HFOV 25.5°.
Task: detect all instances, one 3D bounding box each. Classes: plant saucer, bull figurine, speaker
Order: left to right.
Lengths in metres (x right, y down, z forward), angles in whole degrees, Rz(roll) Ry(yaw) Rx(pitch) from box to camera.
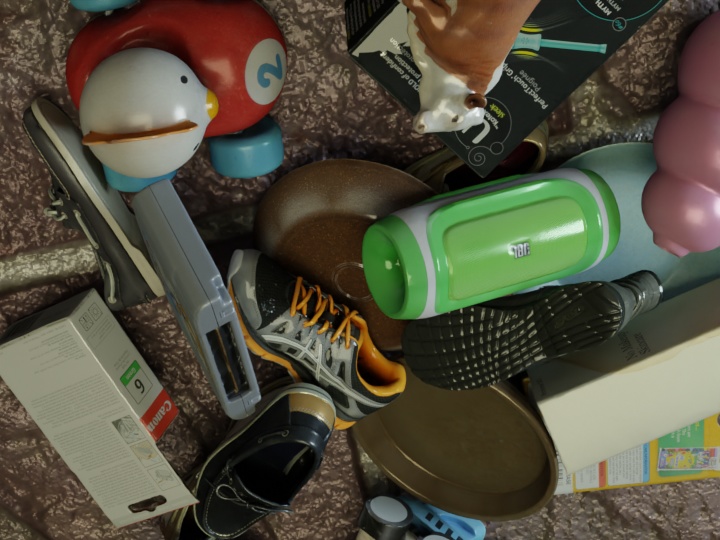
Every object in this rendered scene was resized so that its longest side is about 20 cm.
[{"bbox_3d":[0.000,0.000,1.320,0.198,0.037,0.202,10,132,12],"label":"plant saucer"},{"bbox_3d":[0.083,0.142,1.391,0.198,0.030,0.202,18,138,17],"label":"plant saucer"},{"bbox_3d":[0.076,-0.193,1.106,0.121,0.065,0.201,31,112,-13],"label":"bull figurine"},{"bbox_3d":[0.103,-0.023,1.242,0.198,0.088,0.090,-15,120,-25],"label":"speaker"},{"bbox_3d":[0.221,-0.022,1.356,0.198,0.039,0.203,-1,117,-2],"label":"plant saucer"}]

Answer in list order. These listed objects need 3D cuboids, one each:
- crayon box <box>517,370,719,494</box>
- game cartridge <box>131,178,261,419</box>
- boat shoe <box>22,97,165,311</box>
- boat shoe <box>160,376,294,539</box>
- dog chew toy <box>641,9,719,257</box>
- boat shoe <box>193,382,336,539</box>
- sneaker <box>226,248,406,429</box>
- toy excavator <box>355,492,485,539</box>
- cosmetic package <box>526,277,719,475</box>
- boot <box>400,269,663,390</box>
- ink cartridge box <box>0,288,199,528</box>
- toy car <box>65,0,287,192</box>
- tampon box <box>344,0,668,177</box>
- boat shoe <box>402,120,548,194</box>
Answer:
[{"bbox_3d":[0.242,0.129,1.425,0.197,0.052,0.127,-5,116,1],"label":"crayon box"},{"bbox_3d":[-0.129,0.021,1.246,0.041,0.134,0.201,-29,152,-11],"label":"game cartridge"},{"bbox_3d":[-0.228,-0.047,1.305,0.062,0.073,0.201,-26,120,8],"label":"boat shoe"},{"bbox_3d":[-0.104,0.182,1.427,0.074,0.069,0.200,35,110,-18],"label":"boat shoe"},{"bbox_3d":[0.287,-0.105,1.250,0.123,0.125,0.202,26,93,-15],"label":"dog chew toy"},{"bbox_3d":[-0.086,0.173,1.333,0.074,0.063,0.200,26,130,-18],"label":"boat shoe"},{"bbox_3d":[-0.036,0.048,1.302,0.077,0.079,0.200,-19,131,31],"label":"sneaker"},{"bbox_3d":[0.107,0.273,1.471,0.194,0.199,0.101,35,121,30],"label":"toy excavator"},{"bbox_3d":[0.243,0.084,1.322,0.198,0.104,0.074,-23,106,5],"label":"cosmetic package"},{"bbox_3d":[0.143,0.047,1.302,0.198,0.130,0.069,-14,89,25],"label":"boot"},{"bbox_3d":[-0.220,0.122,1.372,0.108,0.050,0.201,-21,112,34],"label":"ink cartridge box"},{"bbox_3d":[-0.141,-0.130,1.195,0.174,0.201,0.187,-6,118,1],"label":"toy car"},{"bbox_3d":[0.106,-0.206,1.208,0.150,0.127,0.200,40,110,-19],"label":"tampon box"},{"bbox_3d":[0.074,-0.059,1.314,0.074,0.067,0.200,38,110,-20],"label":"boat shoe"}]
